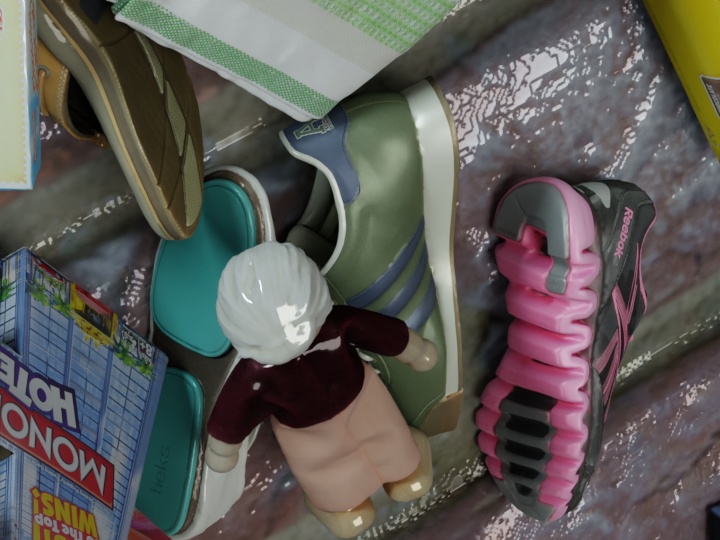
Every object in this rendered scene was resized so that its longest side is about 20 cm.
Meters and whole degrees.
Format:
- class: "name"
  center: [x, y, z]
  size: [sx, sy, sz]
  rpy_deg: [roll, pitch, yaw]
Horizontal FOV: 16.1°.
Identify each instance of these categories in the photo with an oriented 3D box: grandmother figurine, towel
- class: "grandmother figurine"
  center: [-0.024, 0.056, 1.215]
  size: [0.121, 0.061, 0.200]
  rpy_deg: [-37, 144, -12]
- class: "towel"
  center: [0.000, -0.157, 1.129]
  size: [0.200, 0.031, 0.149]
  rpy_deg: [-41, 141, 21]

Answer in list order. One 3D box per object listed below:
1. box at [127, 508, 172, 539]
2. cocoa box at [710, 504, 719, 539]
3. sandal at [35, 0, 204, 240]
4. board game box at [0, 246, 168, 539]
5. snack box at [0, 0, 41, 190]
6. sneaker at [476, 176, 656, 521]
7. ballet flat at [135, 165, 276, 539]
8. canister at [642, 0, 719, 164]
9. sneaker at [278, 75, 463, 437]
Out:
- class: "box"
  center: [-0.156, 0.210, 1.238]
  size: [0.103, 0.095, 0.200]
  rpy_deg: [-10, 116, -31]
- class: "cocoa box"
  center: [0.315, 0.211, 1.497]
  size: [0.133, 0.200, 0.131]
  rpy_deg: [-19, 119, -27]
- class: "sandal"
  center: [-0.129, -0.101, 1.137]
  size: [0.054, 0.080, 0.200]
  rpy_deg: [-21, 115, 26]
- class: "board game box"
  center: [-0.168, 0.078, 1.108]
  size: [0.062, 0.200, 0.200]
  rpy_deg: [-28, 135, 24]
- class: "snack box"
  center: [-0.194, -0.131, 1.061]
  size: [0.116, 0.037, 0.200]
  rpy_deg: [1, 114, -1]
- class: "sneaker"
  center: [0.120, 0.040, 1.375]
  size: [0.095, 0.079, 0.200]
  rpy_deg: [-16, 121, -41]
- class: "ballet flat"
  center: [-0.069, 0.037, 1.249]
  size: [0.069, 0.069, 0.200]
  rpy_deg: [-3, 116, -34]
- class: "canister"
  center: [0.217, -0.158, 1.337]
  size: [0.149, 0.087, 0.200]
  rpy_deg: [-42, 130, -12]
- class: "sneaker"
  center: [0.000, 0.000, 1.278]
  size: [0.090, 0.067, 0.200]
  rpy_deg: [-11, 122, -14]
